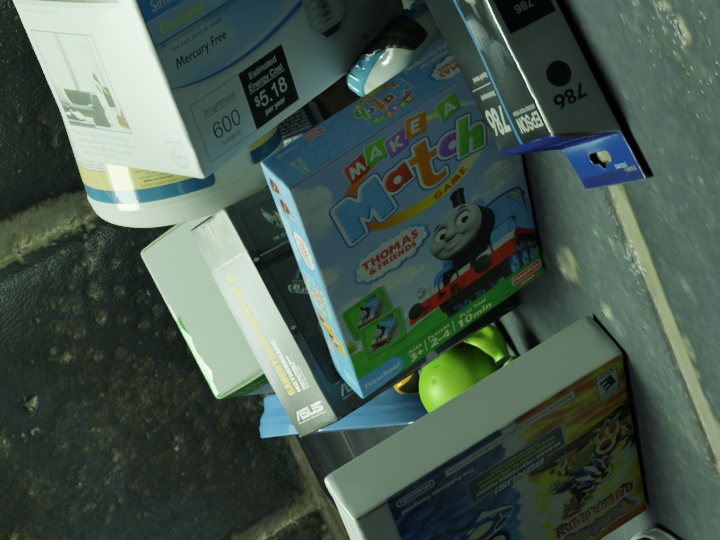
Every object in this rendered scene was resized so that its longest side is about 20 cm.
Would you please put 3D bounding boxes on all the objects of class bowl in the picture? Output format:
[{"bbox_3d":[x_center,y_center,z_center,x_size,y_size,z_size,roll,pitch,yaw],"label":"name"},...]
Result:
[{"bbox_3d":[0.007,0.121,1.468,0.201,0.199,0.040,137,128,-80],"label":"bowl"}]

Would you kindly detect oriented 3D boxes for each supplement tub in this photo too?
[{"bbox_3d":[-0.141,-0.146,1.121,0.145,0.144,0.201,-140,33,-65],"label":"supplement tub"}]

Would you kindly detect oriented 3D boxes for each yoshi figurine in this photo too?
[{"bbox_3d":[0.085,0.100,1.242,0.200,0.111,0.113,101,146,-71],"label":"yoshi figurine"}]

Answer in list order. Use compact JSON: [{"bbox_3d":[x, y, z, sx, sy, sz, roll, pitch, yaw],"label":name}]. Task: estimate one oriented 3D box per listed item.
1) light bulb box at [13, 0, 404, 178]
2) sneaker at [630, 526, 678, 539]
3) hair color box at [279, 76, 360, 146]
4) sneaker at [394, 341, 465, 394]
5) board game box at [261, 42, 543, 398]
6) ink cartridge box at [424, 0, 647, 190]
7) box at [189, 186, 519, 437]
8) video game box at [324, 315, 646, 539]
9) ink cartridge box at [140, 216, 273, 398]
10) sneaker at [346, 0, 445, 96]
[{"bbox_3d":[-0.098,-0.193,0.965,0.124,0.198,0.201,10,130,43],"label":"light bulb box"},{"bbox_3d":[0.186,0.231,1.096,0.071,0.099,0.200,60,172,-4],"label":"sneaker"},{"bbox_3d":[-0.059,-0.169,1.217,0.201,0.060,0.100,64,-146,-14],"label":"hair color box"},{"bbox_3d":[0.032,0.011,1.344,0.201,0.077,0.078,66,172,-8],"label":"sneaker"},{"bbox_3d":[0.032,-0.030,0.994,0.037,0.151,0.201,45,163,39],"label":"board game box"},{"bbox_3d":[0.074,-0.124,0.849,0.201,0.039,0.099,61,170,-3],"label":"ink cartridge box"},{"bbox_3d":[0.000,0.000,1.131,0.048,0.199,0.159,-30,90,49],"label":"box"},{"bbox_3d":[0.088,0.146,1.063,0.047,0.199,0.183,51,167,38],"label":"video game box"},{"bbox_3d":[-0.082,0.027,1.420,0.147,0.084,0.200,61,-162,13],"label":"ink cartridge box"},{"bbox_3d":[0.044,-0.100,1.027,0.087,0.075,0.200,47,172,13],"label":"sneaker"}]
